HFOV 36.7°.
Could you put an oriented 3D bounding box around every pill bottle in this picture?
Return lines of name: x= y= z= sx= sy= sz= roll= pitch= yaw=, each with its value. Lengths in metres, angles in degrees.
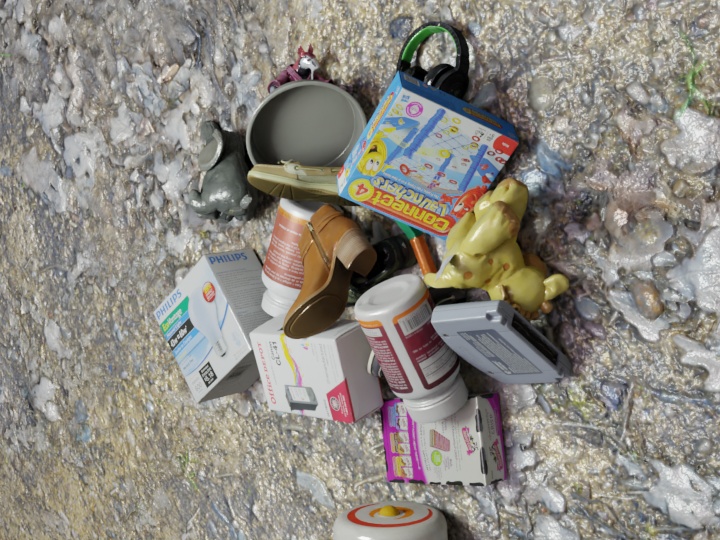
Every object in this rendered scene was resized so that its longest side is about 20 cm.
pill bottle: x=0.080 y=0.117 z=1.606 sx=0.114 sy=0.114 sz=0.201 roll=-7 pitch=116 yaw=42
pill bottle: x=-0.104 y=-0.021 z=1.840 sx=0.112 sy=0.112 sz=0.201 roll=31 pitch=114 yaw=35

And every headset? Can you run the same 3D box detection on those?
headset: x=0.097 y=-0.278 z=1.644 sx=0.123 sy=0.094 sz=0.201 roll=5 pitch=90 yaw=42

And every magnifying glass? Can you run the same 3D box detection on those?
magnifying glass: x=0.079 y=-0.072 z=1.705 sx=0.022 sy=0.079 sz=0.201 roll=-23 pitch=90 yaw=43

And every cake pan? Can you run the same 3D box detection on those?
cake pan: x=-0.088 y=-0.225 z=1.767 sx=0.201 sy=0.199 sz=0.037 roll=-60 pitch=28 yaw=29

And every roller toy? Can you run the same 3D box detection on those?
roller toy: x=0.049 y=0.439 z=1.709 sx=0.181 sy=0.200 sz=0.141 roll=0 pitch=94 yaw=28

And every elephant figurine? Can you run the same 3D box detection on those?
elephant figurine: x=-0.240 y=-0.195 z=1.944 sx=0.154 sy=0.142 sz=0.201 roll=0 pitch=78 yaw=13

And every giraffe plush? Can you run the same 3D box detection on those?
giraffe plush: x=0.207 y=-0.004 z=1.541 sx=0.162 sy=0.200 sz=0.172 roll=39 pitch=150 yaw=-8

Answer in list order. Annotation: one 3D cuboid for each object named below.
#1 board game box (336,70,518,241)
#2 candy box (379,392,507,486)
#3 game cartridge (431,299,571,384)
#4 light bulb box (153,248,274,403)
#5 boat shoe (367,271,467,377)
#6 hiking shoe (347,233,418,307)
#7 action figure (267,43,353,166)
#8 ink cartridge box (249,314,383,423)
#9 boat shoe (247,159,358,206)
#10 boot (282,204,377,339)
board game box: x=0.096 y=-0.162 z=1.593 sx=0.196 sy=0.199 sz=0.056 roll=-58 pitch=21 yaw=30
candy box: x=0.127 y=0.262 z=1.698 sx=0.199 sy=0.061 sz=0.137 roll=-7 pitch=88 yaw=43
game cartridge: x=0.195 y=0.103 z=1.546 sx=0.133 sy=0.200 sz=0.042 roll=-3 pitch=58 yaw=44
light bulb box: x=-0.246 y=0.099 z=1.973 sx=0.198 sy=0.124 sz=0.201 roll=-44 pitch=67 yaw=36
boat shoe: x=0.088 y=0.094 z=1.678 sx=0.063 sy=0.073 sz=0.200 roll=41 pitch=95 yaw=27
hiking shoe: x=0.000 y=0.000 z=1.756 sx=0.200 sy=0.100 sz=0.076 roll=-39 pitch=69 yaw=37
action figure: x=-0.101 y=-0.284 z=1.836 sx=0.149 sy=0.133 sz=0.201 roll=-139 pitch=55 yaw=-63
ink cartridge box: x=-0.071 y=0.157 z=1.756 sx=0.199 sy=0.085 sz=0.149 roll=0 pitch=110 yaw=41
boat shoe: x=-0.083 y=-0.152 z=1.765 sx=0.073 sy=0.199 sz=0.064 roll=125 pitch=151 yaw=-73
boot: x=-0.070 y=0.000 z=1.709 sx=0.200 sy=0.074 sz=0.155 roll=-46 pitch=43 yaw=5
